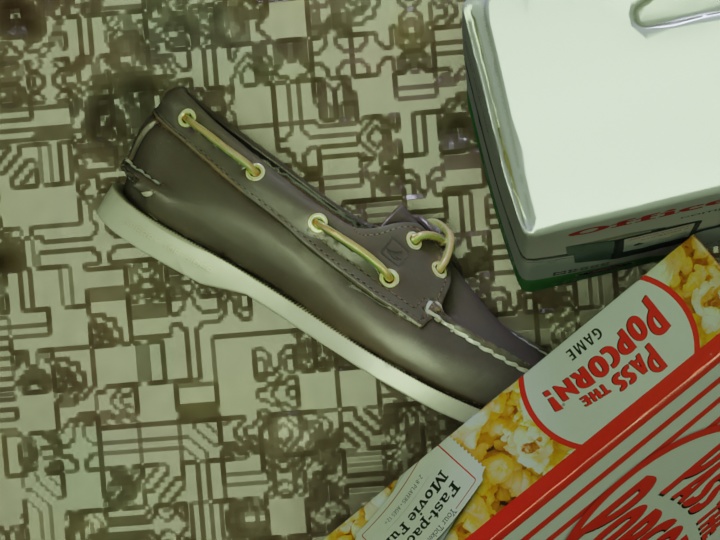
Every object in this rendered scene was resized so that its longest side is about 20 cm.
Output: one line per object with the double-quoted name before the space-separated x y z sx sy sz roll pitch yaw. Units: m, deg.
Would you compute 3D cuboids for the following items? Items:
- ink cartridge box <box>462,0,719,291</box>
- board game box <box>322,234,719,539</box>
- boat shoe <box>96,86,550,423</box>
"ink cartridge box" 0.113 -0.055 0.954 0.145 0.200 0.085 -14 84 2
"board game box" 0.078 0.094 0.996 0.200 0.151 0.046 -40 56 4
"boat shoe" 0.000 0.000 1.034 0.199 0.072 0.060 28 97 6
